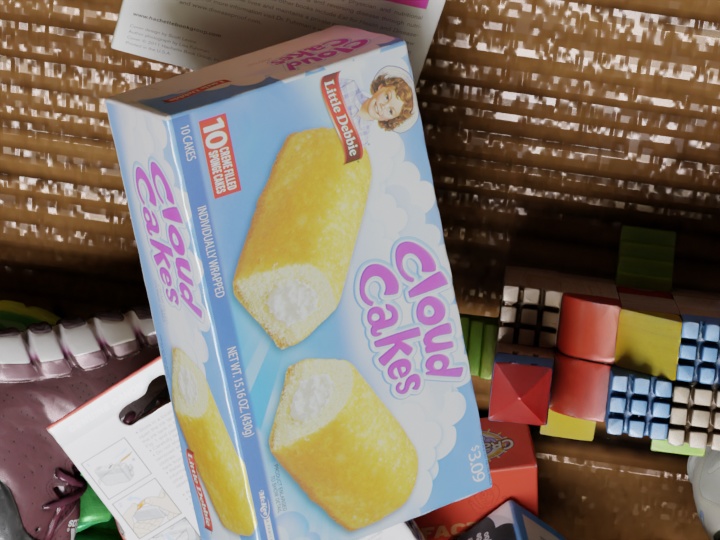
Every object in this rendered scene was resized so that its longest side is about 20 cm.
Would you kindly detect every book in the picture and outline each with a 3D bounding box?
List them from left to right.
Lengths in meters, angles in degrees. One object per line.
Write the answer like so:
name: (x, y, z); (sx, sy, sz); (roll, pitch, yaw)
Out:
book: (-0.018, -0.158, 1.245); (0.133, 0.048, 0.200); (16, 130, -5)

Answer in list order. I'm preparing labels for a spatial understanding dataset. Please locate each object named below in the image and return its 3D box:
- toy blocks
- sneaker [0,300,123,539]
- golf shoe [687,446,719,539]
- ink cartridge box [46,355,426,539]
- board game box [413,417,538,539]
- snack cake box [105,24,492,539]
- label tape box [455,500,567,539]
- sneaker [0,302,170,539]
toy blocks: (0.133, 0.040, 1.292); (0.199, 0.137, 0.100); (7, 97, 2)
sneaker: (-0.140, 0.086, 1.433); (0.200, 0.084, 0.074); (37, 126, -17)
golf shoe: (0.249, 0.103, 1.367); (0.199, 0.097, 0.078); (-3, 125, 11)
ink cartridge box: (-0.051, 0.100, 1.348); (0.109, 0.050, 0.200); (-32, 123, 2)
board game box: (0.012, 0.166, 1.471); (0.153, 0.040, 0.200); (-7, 128, -4)
snack cake box: (-0.024, 0.010, 1.246); (0.115, 0.067, 0.201); (-19, 108, -24)
label tape box: (0.027, 0.223, 1.399); (0.200, 0.143, 0.066); (-37, 125, 18)
sneaker: (-0.121, 0.078, 1.381); (0.199, 0.076, 0.116); (-9, 89, -4)
